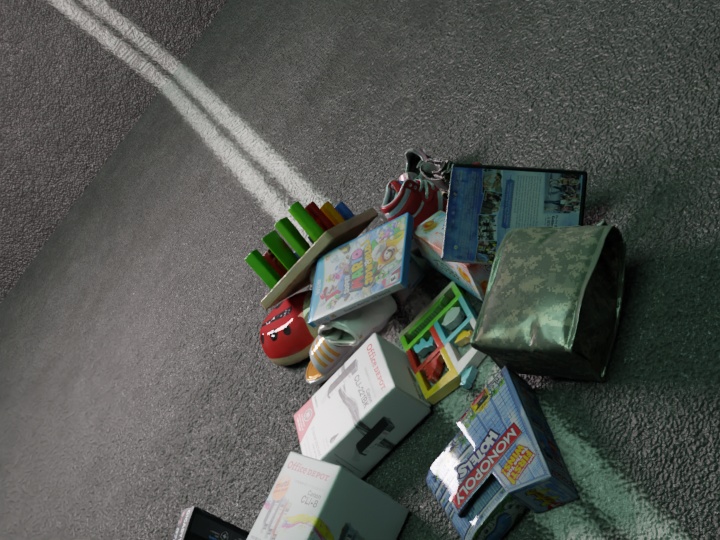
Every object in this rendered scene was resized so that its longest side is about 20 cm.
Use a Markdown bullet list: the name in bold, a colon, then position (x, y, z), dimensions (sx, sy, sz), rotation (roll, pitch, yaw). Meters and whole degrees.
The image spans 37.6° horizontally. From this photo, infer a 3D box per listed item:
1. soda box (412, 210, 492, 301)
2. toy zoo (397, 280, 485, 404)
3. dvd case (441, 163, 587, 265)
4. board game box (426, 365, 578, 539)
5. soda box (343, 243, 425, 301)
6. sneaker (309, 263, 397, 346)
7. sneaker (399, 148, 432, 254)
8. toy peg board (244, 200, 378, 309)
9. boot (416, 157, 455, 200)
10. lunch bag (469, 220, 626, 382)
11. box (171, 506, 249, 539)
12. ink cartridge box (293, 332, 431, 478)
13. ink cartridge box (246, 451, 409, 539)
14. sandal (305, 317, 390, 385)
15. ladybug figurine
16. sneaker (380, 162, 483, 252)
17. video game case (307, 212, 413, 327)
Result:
- **soda box**: position (0.156, -0.026, 1.640), dimensions (0.063, 0.069, 0.200), rotation (-33, 28, -9)
- **toy zoo**: position (0.130, 0.115, 1.606), dimensions (0.131, 0.020, 0.201), rotation (-46, 30, 15)
- **dvd case**: position (0.220, -0.077, 1.515), dimensions (0.197, 0.018, 0.145), rotation (5, 83, 16)
- **board game box**: position (0.180, 0.256, 1.348), dimensions (0.201, 0.061, 0.200), rotation (-50, 29, 6)
- **soda box**: position (0.021, 0.002, 1.827), dimensions (0.069, 0.064, 0.199), rotation (-48, 27, -20)
- **sneaker**: position (-0.045, 0.058, 1.773), dimensions (0.115, 0.074, 0.199), rotation (-42, 39, -23)
- **sneaker**: position (0.092, -0.123, 1.843), dimensions (0.070, 0.082, 0.202), rotation (-24, 43, 36)
- **toy peg board**: position (-0.097, -0.053, 1.908), dimensions (0.200, 0.098, 0.199), rotation (-45, -6, 29)
- **boot**: position (0.181, -0.104, 1.604), dimensions (0.070, 0.174, 0.199), rotation (-56, 29, -7)
- **lunch bag**: position (0.256, 0.033, 1.400), dimensions (0.163, 0.117, 0.202), rotation (0, 63, 42)
- **box**: position (-0.196, 0.458, 1.540), dimensions (0.046, 0.199, 0.161), rotation (-25, 40, 47)
- **ink cartridge box**: position (0.000, 0.218, 1.623), dimensions (0.200, 0.083, 0.145), rotation (-45, 30, 14)
- **ink cartridge box**: position (-0.057, 0.380, 1.478), dimensions (0.145, 0.144, 0.202), rotation (1, 59, 55)
- **sandal**: position (-0.034, 0.108, 1.811), dimensions (0.206, 0.059, 0.080), rotation (-43, 30, 18)
- **ladybug figurine**: position (-0.117, 0.099, 1.927), dimensions (0.199, 0.072, 0.137), rotation (-32, 37, 34)
- **sneaker**: position (0.119, -0.138, 1.761), dimensions (0.200, 0.113, 0.071), rotation (-45, 17, -16)
- **video game case**: position (0.000, 0.000, 1.711), dimensions (0.199, 0.018, 0.145), rotation (-25, 42, 34)
